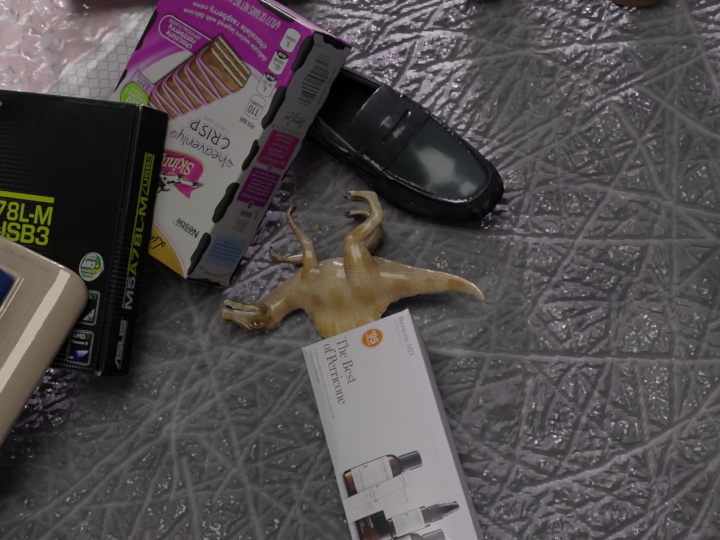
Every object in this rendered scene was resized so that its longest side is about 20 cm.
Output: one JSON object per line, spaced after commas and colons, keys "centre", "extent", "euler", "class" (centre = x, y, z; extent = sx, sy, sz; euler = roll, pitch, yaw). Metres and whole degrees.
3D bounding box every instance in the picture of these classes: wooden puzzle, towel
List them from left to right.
{"centre": [-0.316, 0.043, 1.520], "extent": [0.199, 0.046, 0.186], "euler": [25, 76, 23], "class": "wooden puzzle"}
{"centre": [-0.223, -0.188, 1.714], "extent": [0.200, 0.032, 0.191], "euler": [-41, 59, -10], "class": "towel"}

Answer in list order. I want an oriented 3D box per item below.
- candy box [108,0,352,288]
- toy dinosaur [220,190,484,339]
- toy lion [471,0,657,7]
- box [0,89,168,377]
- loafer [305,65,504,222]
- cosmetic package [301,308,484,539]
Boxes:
{"centre": [-0.113, -0.108, 1.575], "extent": [0.136, 0.061, 0.201], "euler": [32, 99, 29], "class": "candy box"}
{"centre": [0.000, 0.000, 1.541], "extent": [0.198, 0.058, 0.102], "euler": [-8, 74, 20], "class": "toy dinosaur"}
{"centre": [0.142, -0.272, 1.563], "extent": [0.198, 0.192, 0.069], "euler": [4, 62, 18], "class": "toy lion"}
{"centre": [-0.245, -0.032, 1.573], "extent": [0.199, 0.047, 0.195], "euler": [9, 91, 25], "class": "box"}
{"centre": [0.016, -0.098, 1.571], "extent": [0.200, 0.071, 0.068], "euler": [32, 74, 28], "class": "loafer"}
{"centre": [0.025, 0.130, 1.452], "extent": [0.082, 0.051, 0.201], "euler": [-19, 58, 3], "class": "cosmetic package"}
